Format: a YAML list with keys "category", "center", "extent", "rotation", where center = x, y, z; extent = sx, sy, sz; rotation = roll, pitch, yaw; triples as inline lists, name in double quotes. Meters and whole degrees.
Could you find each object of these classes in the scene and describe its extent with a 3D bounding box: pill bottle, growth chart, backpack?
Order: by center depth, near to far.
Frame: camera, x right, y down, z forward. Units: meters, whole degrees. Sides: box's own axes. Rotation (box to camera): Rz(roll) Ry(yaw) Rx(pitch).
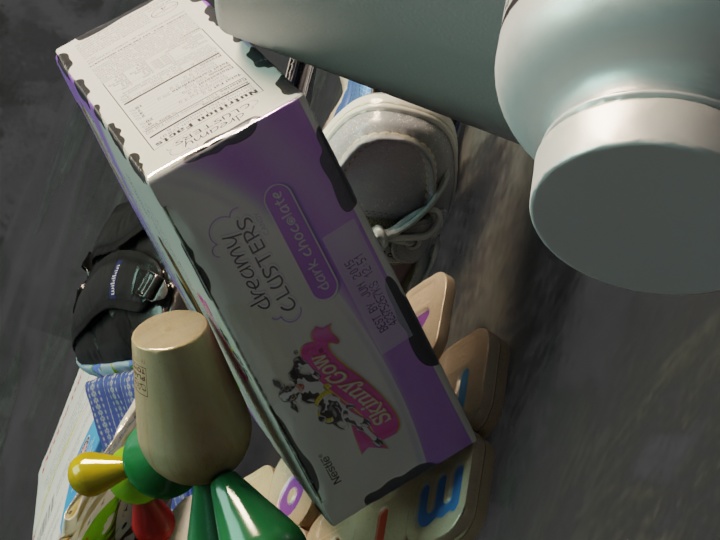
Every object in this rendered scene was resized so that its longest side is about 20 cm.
- category: "pill bottle"
  center: [0.104, -0.096, 0.801]
  extent: [0.112, 0.112, 0.200]
  rotation: [127, 159, -55]
- category: "growth chart"
  center: [-0.115, 0.113, 1.273]
  extent: [0.200, 0.018, 0.145]
  rotation: [-60, -14, -30]
- category: "backpack"
  center: [-0.104, 0.011, 1.550]
  extent: [0.200, 0.153, 0.164]
  rotation: [-13, 62, 53]

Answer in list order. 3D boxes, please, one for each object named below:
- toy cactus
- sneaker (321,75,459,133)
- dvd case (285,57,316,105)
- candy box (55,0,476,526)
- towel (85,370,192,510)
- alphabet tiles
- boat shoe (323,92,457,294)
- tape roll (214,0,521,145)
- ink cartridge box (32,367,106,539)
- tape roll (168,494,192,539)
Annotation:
- category: "toy cactus"
  center: [-0.068, 0.096, 1.037]
  extent: [0.200, 0.102, 0.165]
  rotation: [-128, 23, -60]
- category: "sneaker"
  center: [0.028, -0.117, 1.300]
  extent: [0.089, 0.078, 0.201]
  rotation: [-45, 36, 49]
- category: "dvd case"
  center: [-0.048, -0.016, 1.300]
  extent: [0.200, 0.016, 0.149]
  rotation: [-78, 0, -62]
- category: "candy box"
  center: [-0.044, -0.012, 1.069]
  extent: [0.071, 0.168, 0.200]
  rotation: [-29, 25, -6]
- category: "towel"
  center: [-0.114, 0.127, 1.449]
  extent: [0.200, 0.024, 0.145]
  rotation: [165, 90, -70]
- category: "alphabet tiles"
  center: [-0.006, 0.102, 1.101]
  extent: [0.200, 0.015, 0.196]
  rotation: [-35, 35, 45]
- category: "boat shoe"
  center: [-0.002, 0.000, 1.236]
  extent: [0.065, 0.074, 0.202]
  rotation: [-91, 19, -45]
- category: "tape roll"
  center: [0.042, -0.163, 0.999]
  extent: [0.203, 0.139, 0.203]
  rotation: [20, -90, -86]
- category: "ink cartridge box"
  center: [-0.152, 0.131, 1.666]
  extent: [0.200, 0.084, 0.145]
  rotation: [-103, 34, -66]
- category: "tape roll"
  center: [-0.081, 0.214, 1.246]
  extent: [0.202, 0.071, 0.203]
  rotation: [-160, 90, -78]
